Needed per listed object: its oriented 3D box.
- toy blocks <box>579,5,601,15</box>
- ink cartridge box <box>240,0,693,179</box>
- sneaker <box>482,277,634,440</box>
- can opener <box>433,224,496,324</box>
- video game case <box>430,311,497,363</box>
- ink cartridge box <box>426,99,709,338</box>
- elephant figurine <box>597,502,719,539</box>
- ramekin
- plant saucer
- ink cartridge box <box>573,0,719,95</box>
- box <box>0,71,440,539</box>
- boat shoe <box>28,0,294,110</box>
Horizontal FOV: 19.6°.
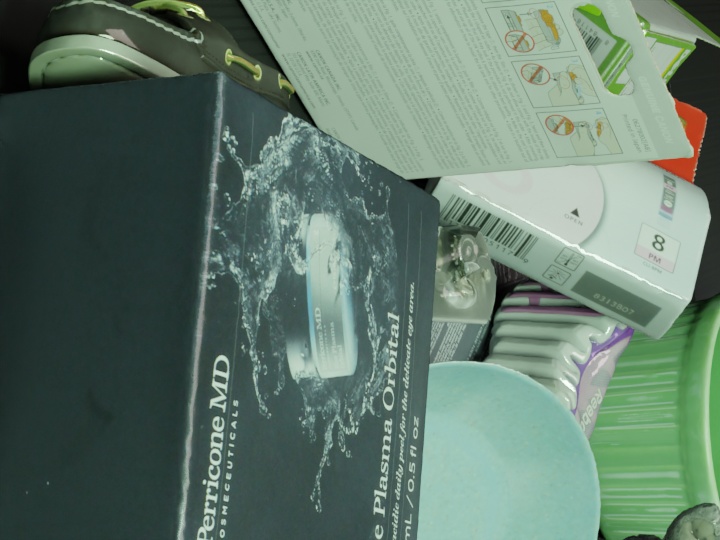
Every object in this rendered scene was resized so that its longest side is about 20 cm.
[{"bbox_3d":[0.063,-0.236,1.143,0.137,0.200,0.100,-67,-179,-45],"label":"toy blocks"},{"bbox_3d":[0.055,-0.117,1.054,0.161,0.200,0.050,58,37,-41],"label":"ink cartridge box"},{"bbox_3d":[0.114,0.072,1.241,0.200,0.080,0.088,-50,136,-47],"label":"sneaker"},{"bbox_3d":[0.000,0.000,1.103,0.200,0.067,0.053,5,81,-49],"label":"can opener"},{"bbox_3d":[0.064,0.097,1.233,0.200,0.019,0.143,67,33,-33],"label":"video game case"},{"bbox_3d":[0.133,-0.074,1.250,0.163,0.057,0.200,26,52,-6],"label":"ink cartridge box"},{"bbox_3d":[0.156,0.212,1.214,0.141,0.155,0.200,20,96,-41],"label":"elephant figurine"},{"bbox_3d":[0.228,0.116,1.458,0.200,0.098,0.200,18,69,-60],"label":"ramekin"},{"bbox_3d":[0.026,0.134,1.048,0.201,0.039,0.201,-9,111,-23],"label":"plant saucer"},{"bbox_3d":[0.129,-0.151,1.253,0.076,0.148,0.200,-55,159,16],"label":"ink cartridge box"},{"bbox_3d":[-0.063,0.041,0.887,0.200,0.117,0.197,25,65,-58],"label":"box"},{"bbox_3d":[-0.085,-0.085,0.924,0.201,0.072,0.061,35,56,-66],"label":"boat shoe"}]
